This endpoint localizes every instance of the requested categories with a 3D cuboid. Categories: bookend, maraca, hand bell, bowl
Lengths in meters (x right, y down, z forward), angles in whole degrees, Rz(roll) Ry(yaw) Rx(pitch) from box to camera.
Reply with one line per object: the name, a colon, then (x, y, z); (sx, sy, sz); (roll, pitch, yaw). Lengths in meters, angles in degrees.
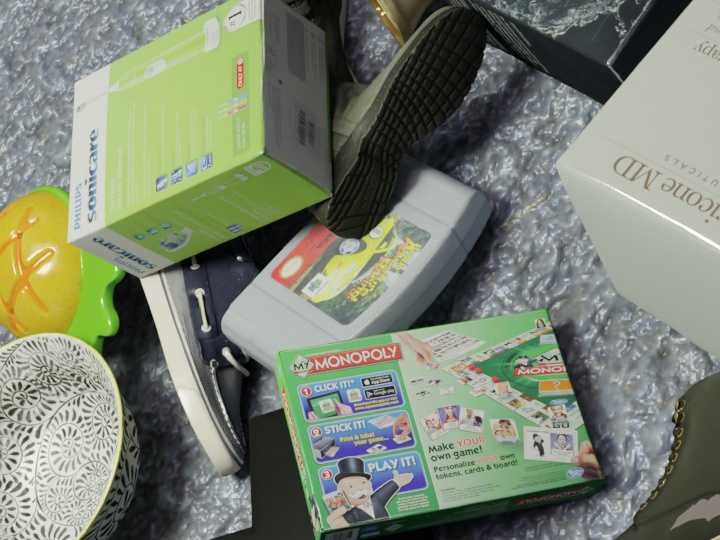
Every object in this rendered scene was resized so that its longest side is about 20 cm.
bookend: (-0.054, 0.196, 1.252); (0.198, 0.092, 0.201); (-20, 58, 25)
maraca: (-0.248, 0.003, 1.444); (0.199, 0.106, 0.139); (18, 107, 51)
hand bell: (0.091, -0.274, 1.395); (0.199, 0.104, 0.105); (-33, 54, 1)
bowl: (-0.241, 0.159, 1.386); (0.199, 0.094, 0.203); (-13, 63, 27)

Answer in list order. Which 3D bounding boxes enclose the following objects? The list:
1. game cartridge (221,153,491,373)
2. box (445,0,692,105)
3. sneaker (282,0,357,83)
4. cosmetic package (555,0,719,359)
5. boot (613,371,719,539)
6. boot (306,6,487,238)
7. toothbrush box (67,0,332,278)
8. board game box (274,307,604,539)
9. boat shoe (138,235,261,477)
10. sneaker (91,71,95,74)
game cartridge: (0.000, 0.000, 1.307); (0.200, 0.041, 0.133); (-47, 45, -13)
box: (0.186, -0.240, 1.287); (0.199, 0.117, 0.198); (34, 88, 37)
sneaker: (-0.051, -0.179, 1.419); (0.070, 0.099, 0.202); (-16, 62, 23)
cosmetic package: (0.263, -0.061, 1.102); (0.167, 0.167, 0.200); (33, 76, 37)
boot: (0.200, 0.145, 1.135); (0.198, 0.078, 0.139); (-18, 55, 9)
boot: (-0.001, -0.131, 1.327); (0.201, 0.067, 0.131); (-55, 42, 4)
toothbrush box: (-0.123, -0.101, 1.325); (0.199, 0.086, 0.147); (-21, 57, 31)
board game box: (0.052, 0.104, 1.191); (0.198, 0.029, 0.136); (-8, 60, -13)
boat shoe: (-0.104, 0.054, 1.366); (0.092, 0.075, 0.202); (-23, 68, 1)
sneaker: (-0.158, -0.109, 1.470); (0.129, 0.080, 0.200); (-28, 51, 12)
